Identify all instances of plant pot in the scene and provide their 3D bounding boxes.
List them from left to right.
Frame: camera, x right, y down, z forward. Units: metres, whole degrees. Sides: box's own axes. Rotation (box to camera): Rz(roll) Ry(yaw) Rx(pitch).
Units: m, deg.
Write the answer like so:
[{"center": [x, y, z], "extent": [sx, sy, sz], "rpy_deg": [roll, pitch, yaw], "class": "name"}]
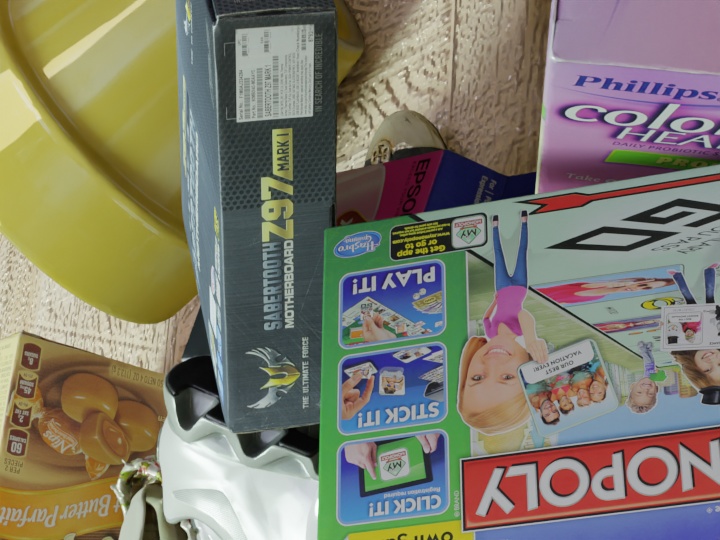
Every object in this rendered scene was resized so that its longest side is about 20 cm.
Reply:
[{"center": [-0.106, -0.105, 1.021], "extent": [0.189, 0.200, 0.202], "rpy_deg": [-40, 42, 16], "class": "plant pot"}]

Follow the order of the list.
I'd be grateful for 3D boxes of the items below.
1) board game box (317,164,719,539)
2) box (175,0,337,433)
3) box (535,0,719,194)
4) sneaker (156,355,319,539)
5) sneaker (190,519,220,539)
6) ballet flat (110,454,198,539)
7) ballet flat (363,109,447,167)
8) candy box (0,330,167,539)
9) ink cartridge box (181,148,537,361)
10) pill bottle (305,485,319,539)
[{"center": [0.084, 0.035, 0.589], "extent": [0.198, 0.029, 0.136], "rpy_deg": [-9, 57, 15], "class": "board game box"}, {"center": [-0.047, -0.059, 0.780], "extent": [0.158, 0.050, 0.202], "rpy_deg": [-107, 15, -51], "class": "box"}, {"center": [0.119, -0.114, 0.672], "extent": [0.200, 0.096, 0.178], "rpy_deg": [76, -159, -73], "class": "box"}, {"center": [-0.003, 0.114, 0.821], "extent": [0.199, 0.074, 0.089], "rpy_deg": [23, 116, 25], "class": "sneaker"}, {"center": [-0.026, 0.141, 0.897], "extent": [0.087, 0.074, 0.201], "rpy_deg": [-35, 50, 21], "class": "sneaker"}, {"center": [-0.096, 0.180, 0.969], "extent": [0.076, 0.064, 0.201], "rpy_deg": [-47, 41, 31], "class": "ballet flat"}, {"center": [0.006, 0.011, 0.901], "extent": [0.066, 0.056, 0.202], "rpy_deg": [-22, 52, 53], "class": "ballet flat"}, {"center": [-0.166, 0.147, 1.040], "extent": [0.055, 0.115, 0.202], "rpy_deg": [-18, 60, 52], "class": "candy box"}, {"center": [0.000, 0.000, 0.857], "extent": [0.199, 0.037, 0.095], "rpy_deg": [-7, 57, 47], "class": "ink cartridge box"}, {"center": [0.080, 0.120, 0.628], "extent": [0.199, 0.111, 0.112], "rpy_deg": [34, 105, 27], "class": "pill bottle"}]
